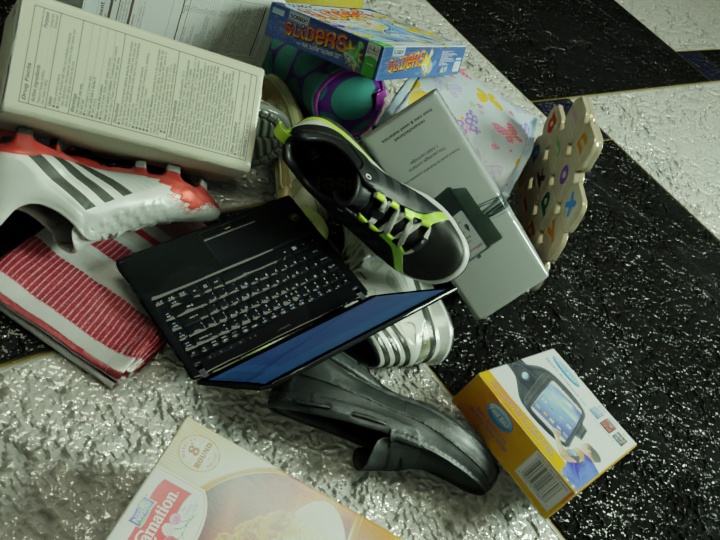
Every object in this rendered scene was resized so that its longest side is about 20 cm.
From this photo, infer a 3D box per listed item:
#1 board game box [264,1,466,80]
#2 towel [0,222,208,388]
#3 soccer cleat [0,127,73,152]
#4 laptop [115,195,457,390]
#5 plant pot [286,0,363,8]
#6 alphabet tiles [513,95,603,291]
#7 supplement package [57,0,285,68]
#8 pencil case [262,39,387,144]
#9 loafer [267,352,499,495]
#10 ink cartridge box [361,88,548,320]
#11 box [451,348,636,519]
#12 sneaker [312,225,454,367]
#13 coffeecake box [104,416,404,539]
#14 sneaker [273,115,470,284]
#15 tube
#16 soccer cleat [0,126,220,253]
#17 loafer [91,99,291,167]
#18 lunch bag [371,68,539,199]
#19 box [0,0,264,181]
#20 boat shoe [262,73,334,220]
[{"bbox_3d":[0.012,-0.240,0.869,0.135,0.035,0.200,27,25,21],"label":"board game box"},{"bbox_3d":[-0.198,-0.003,0.693,0.143,0.023,0.200,33,39,4],"label":"towel"},{"bbox_3d":[-0.298,-0.104,0.682,0.066,0.077,0.200,36,47,7],"label":"soccer cleat"},{"bbox_3d":[-0.063,0.005,0.645,0.176,0.104,0.200,-24,62,-33],"label":"laptop"},{"bbox_3d":[-0.073,-0.392,1.095,0.198,0.143,0.201,18,39,-15],"label":"plant pot"},{"bbox_3d":[0.202,-0.081,0.888,0.014,0.201,0.197,14,40,-9],"label":"alphabet tiles"},{"bbox_3d":[-0.212,-0.276,0.873,0.198,0.151,0.153,-1,49,-33],"label":"supplement package"},{"bbox_3d":[-0.044,-0.215,0.926,0.092,0.086,0.200,1,29,-26],"label":"pencil case"},{"bbox_3d":[0.018,0.131,0.658,0.200,0.068,0.071,31,60,-8],"label":"loafer"},{"bbox_3d":[0.092,-0.069,0.805,0.201,0.083,0.147,57,11,-8],"label":"ink cartridge box"},{"bbox_3d":[0.171,0.133,0.731,0.119,0.042,0.199,51,28,20],"label":"box"},{"bbox_3d":[0.000,0.000,0.767,0.114,0.076,0.202,-2,55,-36],"label":"sneaker"},{"bbox_3d":[-0.064,0.209,0.508,0.199,0.073,0.154,29,39,-1],"label":"coffeecake box"},{"bbox_3d":[0.004,-0.053,0.703,0.199,0.072,0.083,38,19,1],"label":"sneaker"},{"bbox_3d":[-0.085,0.018,0.723,0.057,0.052,0.201,-1,37,27],"label":"tube"},{"bbox_3d":[-0.209,-0.051,0.679,0.199,0.068,0.086,14,76,-38],"label":"soccer cleat"},{"bbox_3d":[-0.166,-0.147,0.804,0.198,0.076,0.070,3,36,-8],"label":"loafer"},{"bbox_3d":[0.104,-0.150,0.965,0.169,0.128,0.200,31,29,-2],"label":"lunch bag"},{"bbox_3d":[-0.187,-0.142,0.675,0.198,0.078,0.096,13,82,-31],"label":"box"},{"bbox_3d":[-0.084,-0.127,0.867,0.063,0.073,0.202,-19,60,-8],"label":"boat shoe"}]
